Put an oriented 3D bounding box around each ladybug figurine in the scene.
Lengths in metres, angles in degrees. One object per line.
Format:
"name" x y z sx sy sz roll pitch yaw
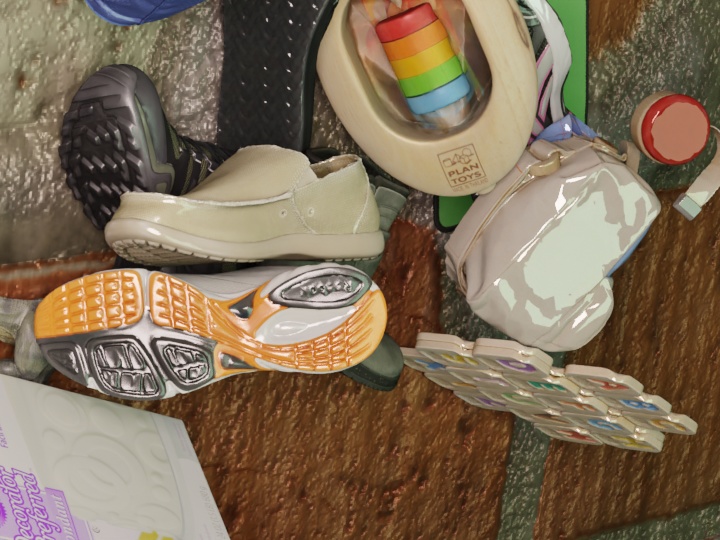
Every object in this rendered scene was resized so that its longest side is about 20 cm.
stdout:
"ladybug figurine" 0.042 -0.141 1.389 0.072 0.135 0.201 -73 143 -67

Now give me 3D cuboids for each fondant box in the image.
"fondant box" -0.169 0.134 1.225 0.200 0.145 0.058 17 124 -40

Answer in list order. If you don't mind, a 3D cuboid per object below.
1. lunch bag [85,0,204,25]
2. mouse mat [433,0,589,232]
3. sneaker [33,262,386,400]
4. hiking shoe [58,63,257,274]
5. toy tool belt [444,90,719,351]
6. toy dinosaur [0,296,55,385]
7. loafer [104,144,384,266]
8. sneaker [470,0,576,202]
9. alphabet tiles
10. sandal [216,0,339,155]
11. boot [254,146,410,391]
"lunch bag" -0.069 -0.234 1.190 0.200 0.132 0.136 -32 95 -33
"mouse mat" 0.106 -0.138 1.535 0.161 0.008 0.201 -23 122 -37
"sneaker" -0.088 0.032 1.262 0.199 0.092 0.076 -1 93 -6
"hiking shoe" -0.114 -0.055 1.309 0.101 0.076 0.200 -47 144 -32
"toy tool belt" 0.141 -0.048 1.456 0.125 0.123 0.200 38 95 -19
"toy dinosaur" -0.192 0.048 1.278 0.199 0.047 0.088 9 118 -29
"loafer" -0.067 -0.038 1.253 0.200 0.075 0.069 -1 89 -49
"sneaker" 0.094 -0.116 1.470 0.086 0.080 0.200 -42 131 -22
"alphabet tiles" 0.126 0.086 1.511 0.200 0.195 0.015 34 67 -47
"sandal" -0.048 -0.154 1.337 0.048 0.075 0.201 -45 150 -64
"boot" 0.000 0.000 1.409 0.131 0.068 0.200 -61 152 1
